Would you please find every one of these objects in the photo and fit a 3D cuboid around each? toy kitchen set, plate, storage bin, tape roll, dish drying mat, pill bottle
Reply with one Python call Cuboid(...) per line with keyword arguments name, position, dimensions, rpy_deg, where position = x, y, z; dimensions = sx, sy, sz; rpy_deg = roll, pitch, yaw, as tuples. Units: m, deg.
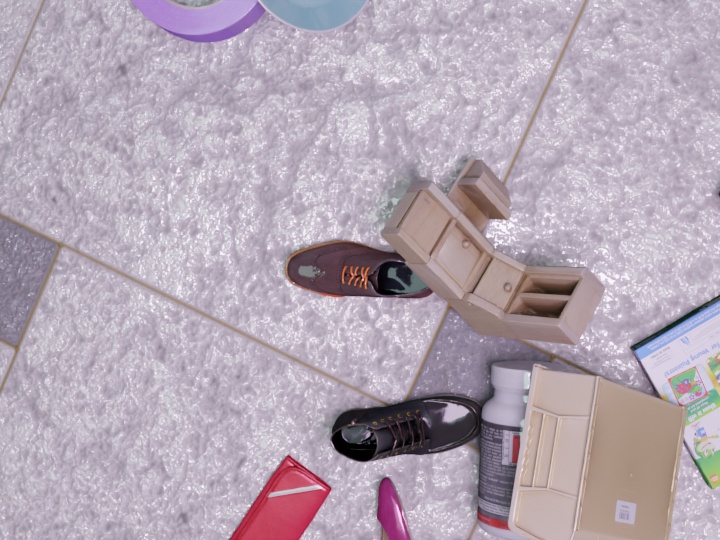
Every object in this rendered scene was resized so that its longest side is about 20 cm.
Cuboid(name="toy kitchen set", position=(0.171, -0.044, 1.298), dimensions=(0.200, 0.179, 0.165), rpy_deg=(43, 69, -27))
Cuboid(name="plate", position=(-0.066, -0.392, 1.363), dimensions=(0.197, 0.025, 0.204), rpy_deg=(-2, 93, -30))
Cuboid(name="storage bin", position=(0.278, 0.231, 1.290), dimensions=(0.093, 0.198, 0.202), rpy_deg=(2, 76, 46))
Cuboid(name="tape roll", position=(-0.200, -0.392, 1.392), dimensions=(0.196, 0.066, 0.204), rpy_deg=(0, 92, 4))
Cuboid(name="dish drying mat", position=(-0.121, 0.343, 1.440), dimensions=(0.076, 0.018, 0.202), rpy_deg=(34, 94, 1))
Cuboid(name="pill bottle", position=(0.202, 0.218, 1.360), dimensions=(0.113, 0.116, 0.204), rpy_deg=(2, 93, 4))

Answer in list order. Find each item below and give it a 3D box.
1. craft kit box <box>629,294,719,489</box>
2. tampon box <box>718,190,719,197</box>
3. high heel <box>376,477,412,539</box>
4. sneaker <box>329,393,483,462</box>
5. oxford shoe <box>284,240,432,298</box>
Cuboid(name="craft kit box", position=(0.468, 0.133, 1.373), dimensions=(0.198, 0.049, 0.200), rpy_deg=(-30, 87, 5))
Cuboid(name="tampon box", position=(0.555, -0.082, 1.295), dimensions=(0.198, 0.126, 0.152), rpy_deg=(-28, 91, -10))
Cuboid(name="high heel", position=(0.020, 0.365, 1.407), dimensions=(0.094, 0.067, 0.204), rpy_deg=(-10, 105, -6))
Cuboid(name="sneaker", position=(0.060, 0.203, 1.376), dimensions=(0.196, 0.106, 0.076), rpy_deg=(-9, 92, 5))
Cuboid(name="oxford shoe", position=(0.000, 0.000, 1.388), dimensions=(0.196, 0.073, 0.073), rpy_deg=(1, 93, 4))
